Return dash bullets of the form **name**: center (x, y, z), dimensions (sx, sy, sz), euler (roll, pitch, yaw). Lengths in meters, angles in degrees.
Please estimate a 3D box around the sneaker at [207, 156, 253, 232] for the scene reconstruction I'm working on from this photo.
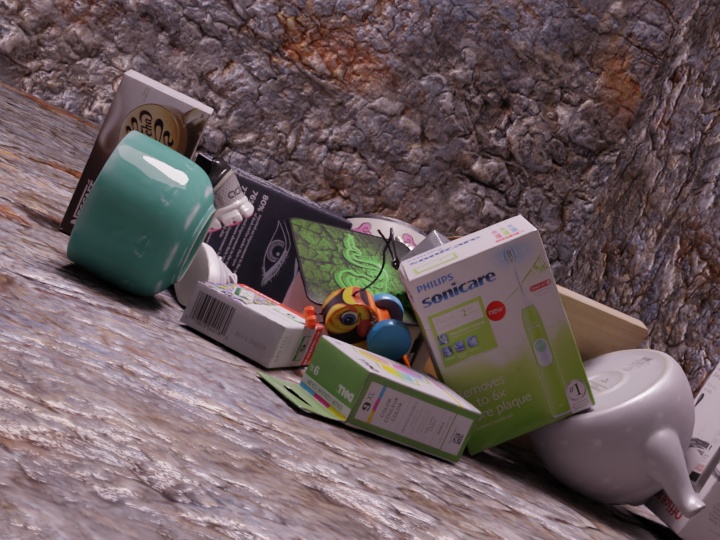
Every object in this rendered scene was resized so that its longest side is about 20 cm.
- **sneaker**: center (-0.225, -0.076, 1.693), dimensions (0.197, 0.089, 0.074), euler (-15, 9, 1)

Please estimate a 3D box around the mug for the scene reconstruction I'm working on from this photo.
- **mug**: center (-0.218, -0.052, 1.556), dimensions (0.113, 0.153, 0.185), euler (28, 4, 0)

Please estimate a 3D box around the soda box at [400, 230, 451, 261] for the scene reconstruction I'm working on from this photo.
- **soda box**: center (0.128, 0.030, 1.730), dimensions (0.199, 0.063, 0.069), euler (32, 23, -48)

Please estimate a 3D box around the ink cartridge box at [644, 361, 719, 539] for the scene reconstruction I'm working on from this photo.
- **ink cartridge box**: center (0.401, 0.203, 1.613), dimensions (0.082, 0.201, 0.147), euler (33, 2, -14)

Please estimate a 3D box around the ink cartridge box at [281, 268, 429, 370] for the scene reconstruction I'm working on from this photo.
- **ink cartridge box**: center (0.000, 0.069, 1.760), dimensions (0.143, 0.085, 0.200), euler (29, 5, 15)

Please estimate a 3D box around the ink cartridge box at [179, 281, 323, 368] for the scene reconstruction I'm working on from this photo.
- **ink cartridge box**: center (-0.102, 0.057, 1.581), dimensions (0.108, 0.051, 0.200), euler (27, 6, 15)

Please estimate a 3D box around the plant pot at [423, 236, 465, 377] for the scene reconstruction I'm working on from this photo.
- **plant pot**: center (0.123, 0.059, 1.866), dimensions (0.198, 0.202, 0.027), euler (25, -7, 8)

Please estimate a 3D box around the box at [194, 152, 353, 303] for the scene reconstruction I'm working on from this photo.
- **box**: center (-0.134, -0.038, 1.874), dimensions (0.198, 0.150, 0.104), euler (23, 4, -31)

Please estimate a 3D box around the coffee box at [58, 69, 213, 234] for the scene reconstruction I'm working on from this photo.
- **coffee box**: center (-0.265, -0.121, 1.761), dimensions (0.112, 0.202, 0.080), euler (25, 8, -7)

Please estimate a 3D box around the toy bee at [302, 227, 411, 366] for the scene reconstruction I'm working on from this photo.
- **toy bee**: center (-0.003, 0.057, 1.562), dimensions (0.107, 0.203, 0.131), euler (-11, 12, -1)

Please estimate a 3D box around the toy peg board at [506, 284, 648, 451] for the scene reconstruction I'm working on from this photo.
- **toy peg board**: center (0.191, 0.090, 1.715), dimensions (0.199, 0.200, 0.098), euler (20, 25, -42)

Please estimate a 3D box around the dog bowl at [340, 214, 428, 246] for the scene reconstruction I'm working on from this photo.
- **dog bowl**: center (0.019, 0.017, 1.970), dimensions (0.197, 0.074, 0.201), euler (8, -37, 6)

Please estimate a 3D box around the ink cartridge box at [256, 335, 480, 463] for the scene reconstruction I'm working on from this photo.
- **ink cartridge box**: center (0.009, 0.118, 1.442), dimensions (0.198, 0.060, 0.104), euler (22, 6, -33)

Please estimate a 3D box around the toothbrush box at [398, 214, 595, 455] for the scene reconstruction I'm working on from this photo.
- **toothbrush box**: center (0.141, 0.066, 1.549), dimensions (0.144, 0.202, 0.086), euler (-20, 13, -2)

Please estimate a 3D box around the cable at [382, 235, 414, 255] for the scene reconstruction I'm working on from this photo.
- **cable**: center (0.096, 0.037, 1.804), dimensions (0.200, 0.051, 0.097), euler (43, 20, 19)

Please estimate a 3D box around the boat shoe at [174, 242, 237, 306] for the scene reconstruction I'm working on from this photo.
- **boat shoe**: center (-0.173, 0.010, 1.674), dimensions (0.068, 0.073, 0.200), euler (20, -4, -20)

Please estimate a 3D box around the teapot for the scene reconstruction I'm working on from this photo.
- **teapot**: center (0.279, 0.186, 1.617), dimensions (0.195, 0.148, 0.200), euler (-14, 16, 26)

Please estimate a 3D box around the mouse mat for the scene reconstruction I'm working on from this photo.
- **mouse mat**: center (0.000, 0.000, 1.717), dimensions (0.159, 0.008, 0.201), euler (13, 28, -18)
